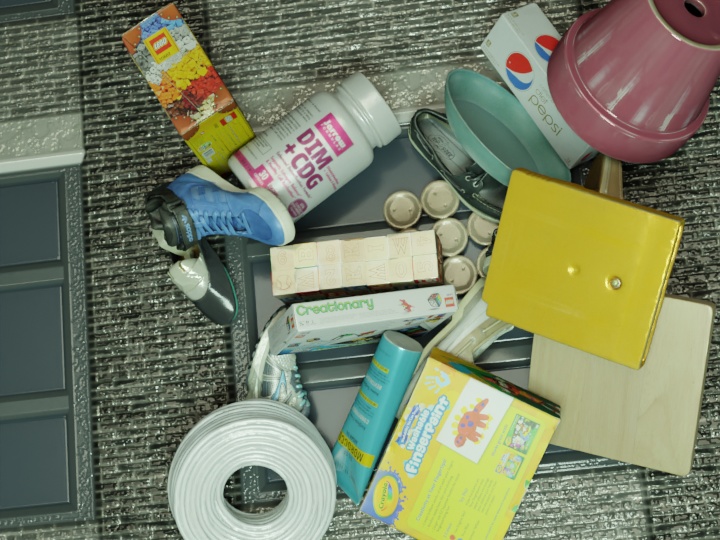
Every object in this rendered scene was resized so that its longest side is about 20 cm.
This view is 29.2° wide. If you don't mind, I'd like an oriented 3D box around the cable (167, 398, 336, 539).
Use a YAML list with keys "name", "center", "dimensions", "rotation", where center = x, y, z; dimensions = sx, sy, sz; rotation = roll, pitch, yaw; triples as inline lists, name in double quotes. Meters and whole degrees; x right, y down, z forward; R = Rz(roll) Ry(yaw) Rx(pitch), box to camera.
- name: "cable"
  center: [-0.126, 0.254, 1.616]
  dimensions: [0.198, 0.069, 0.202]
  rotation: [-15, 105, -2]

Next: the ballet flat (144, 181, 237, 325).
- name: "ballet flat"
  center: [-0.219, -0.020, 1.724]
  dimensions: [0.073, 0.073, 0.201]
  rotation: [-24, 74, 1]

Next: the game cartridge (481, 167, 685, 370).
- name: "game cartridge"
  center: [0.243, -0.004, 1.543]
  dimensions: [0.199, 0.032, 0.178]
  rotation: [21, 110, 23]

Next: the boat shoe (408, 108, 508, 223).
- name: "boat shoe"
  center: [0.137, -0.132, 1.695]
  dimensions: [0.074, 0.066, 0.199]
  rotation: [-41, 75, -5]

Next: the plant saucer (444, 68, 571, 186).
- name: "plant saucer"
  center: [0.170, -0.159, 1.669]
  dimensions: [0.036, 0.200, 0.200]
  rotation: [-46, 74, 29]

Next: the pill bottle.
- name: "pill bottle"
  center: [-0.055, -0.150, 1.714]
  dimensions: [0.200, 0.113, 0.114]
  rotation: [-38, 76, -3]

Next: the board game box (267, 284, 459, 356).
- name: "board game box"
  center: [0.001, 0.059, 1.618]
  dimensions: [0.198, 0.126, 0.035]
  rotation: [-7, 76, -20]

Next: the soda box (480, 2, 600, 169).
- name: "soda box"
  center: [0.237, -0.230, 1.712]
  dimensions: [0.063, 0.068, 0.201]
  rotation: [-25, 73, -33]

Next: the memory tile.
- name: "memory tile"
  center: [0.134, -0.047, 1.719]
  dimensions: [0.198, 0.017, 0.154]
  rotation: [-15, 76, 4]

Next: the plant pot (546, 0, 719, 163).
- name: "plant pot"
  center: [0.344, -0.255, 1.620]
  dimensions: [0.198, 0.179, 0.201]
  rotation: [10, 58, -17]

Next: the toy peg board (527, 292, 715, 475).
- name: "toy peg board"
  center: [0.307, 0.109, 1.607]
  dimensions: [0.198, 0.098, 0.202]
  rotation: [11, 105, 23]

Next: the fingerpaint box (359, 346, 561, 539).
- name: "fingerpaint box"
  center: [0.115, 0.216, 1.593]
  dimensions: [0.166, 0.073, 0.201]
  rotation: [24, 101, 5]

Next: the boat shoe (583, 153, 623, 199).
- name: "boat shoe"
  center: [0.304, -0.040, 1.672]
  dimensions: [0.069, 0.074, 0.202]
  rotation: [6, 85, -9]

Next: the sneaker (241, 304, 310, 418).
- name: "sneaker"
  center: [-0.098, 0.143, 1.682]
  dimensions: [0.086, 0.078, 0.202]
  rotation: [16, 86, -2]

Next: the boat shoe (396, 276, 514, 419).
- name: "boat shoe"
  center: [0.112, 0.106, 1.655]
  dimensions: [0.068, 0.075, 0.200]
  rotation: [37, 90, 9]

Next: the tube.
- name: "tube"
  center: [0.014, 0.170, 1.626]
  dimensions: [0.077, 0.050, 0.201]
  rotation: [43, 116, 51]

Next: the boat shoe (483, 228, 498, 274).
- name: "boat shoe"
  center: [0.231, -0.044, 1.625]
  dimensions: [0.199, 0.074, 0.067]
  rotation: [-22, 51, 44]

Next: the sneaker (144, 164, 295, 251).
- name: "sneaker"
  center: [-0.174, -0.057, 1.642]
  dimensions: [0.111, 0.077, 0.199]
  rotation: [-36, 44, -30]

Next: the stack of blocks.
- name: "stack of blocks"
  center: [0.000, 0.000, 1.667]
  dimensions: [0.198, 0.115, 0.059]
  rotation: [-6, 80, 8]

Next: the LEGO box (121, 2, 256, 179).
- name: "LEGO box"
  center: [-0.202, -0.214, 1.703]
  dimensions: [0.077, 0.200, 0.150]
  rotation: [-32, 76, -1]
